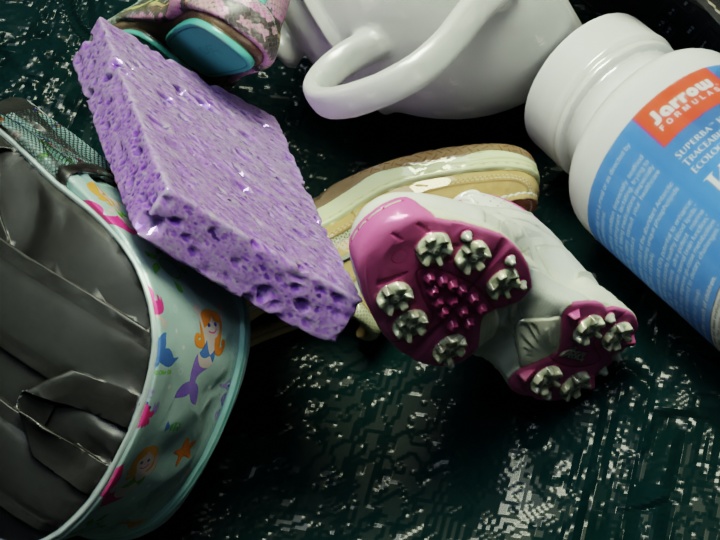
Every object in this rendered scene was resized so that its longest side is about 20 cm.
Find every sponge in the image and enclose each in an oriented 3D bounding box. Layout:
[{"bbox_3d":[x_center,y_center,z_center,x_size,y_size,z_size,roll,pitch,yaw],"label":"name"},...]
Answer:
[{"bbox_3d":[-0.070,-0.045,1.226,0.030,0.111,0.200,-53,27,14],"label":"sponge"}]

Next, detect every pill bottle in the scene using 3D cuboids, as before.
[{"bbox_3d":[0.172,-0.038,1.282,0.112,0.112,0.200,-33,55,-19],"label":"pill bottle"}]

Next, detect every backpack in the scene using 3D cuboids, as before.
[{"bbox_3d":[-0.146,0.031,1.218,0.200,0.150,0.178,35,106,34],"label":"backpack"}]

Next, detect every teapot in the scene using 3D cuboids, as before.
[{"bbox_3d":[0.017,-0.150,1.358,0.146,0.200,0.198,-31,69,6],"label":"teapot"}]

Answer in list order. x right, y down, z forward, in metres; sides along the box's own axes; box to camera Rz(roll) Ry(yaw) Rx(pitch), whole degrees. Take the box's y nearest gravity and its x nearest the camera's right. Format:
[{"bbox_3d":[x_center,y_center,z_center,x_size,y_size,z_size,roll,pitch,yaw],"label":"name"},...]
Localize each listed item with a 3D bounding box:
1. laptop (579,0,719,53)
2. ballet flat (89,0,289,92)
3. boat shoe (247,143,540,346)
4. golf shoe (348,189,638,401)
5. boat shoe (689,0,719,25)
[{"bbox_3d":[0.244,-0.156,1.370,0.200,0.103,0.177,43,62,1],"label":"laptop"},{"bbox_3d":[-0.081,-0.127,1.354,0.069,0.200,0.071,39,71,-15],"label":"ballet flat"},{"bbox_3d":[0.000,0.000,1.309,0.199,0.072,0.076,-19,63,3],"label":"boat shoe"},{"bbox_3d":[0.048,-0.001,1.226,0.075,0.200,0.092,-42,54,14],"label":"golf shoe"},{"bbox_3d":[0.130,-0.177,1.305,0.060,0.200,0.074,-42,17,6],"label":"boat shoe"}]
